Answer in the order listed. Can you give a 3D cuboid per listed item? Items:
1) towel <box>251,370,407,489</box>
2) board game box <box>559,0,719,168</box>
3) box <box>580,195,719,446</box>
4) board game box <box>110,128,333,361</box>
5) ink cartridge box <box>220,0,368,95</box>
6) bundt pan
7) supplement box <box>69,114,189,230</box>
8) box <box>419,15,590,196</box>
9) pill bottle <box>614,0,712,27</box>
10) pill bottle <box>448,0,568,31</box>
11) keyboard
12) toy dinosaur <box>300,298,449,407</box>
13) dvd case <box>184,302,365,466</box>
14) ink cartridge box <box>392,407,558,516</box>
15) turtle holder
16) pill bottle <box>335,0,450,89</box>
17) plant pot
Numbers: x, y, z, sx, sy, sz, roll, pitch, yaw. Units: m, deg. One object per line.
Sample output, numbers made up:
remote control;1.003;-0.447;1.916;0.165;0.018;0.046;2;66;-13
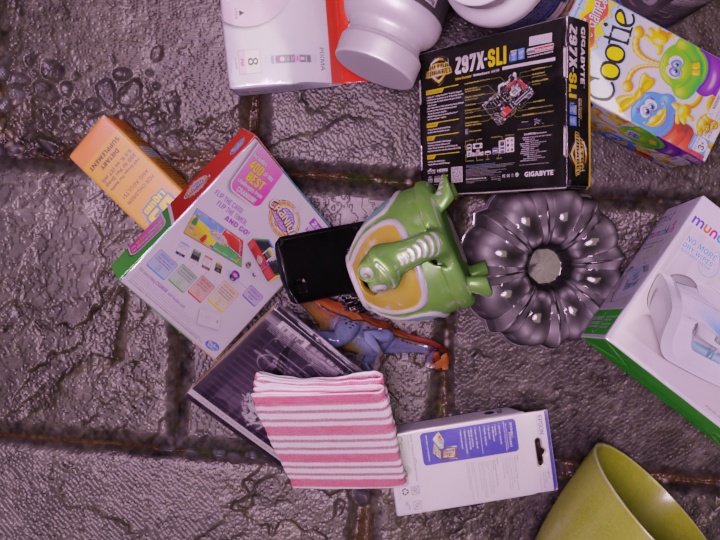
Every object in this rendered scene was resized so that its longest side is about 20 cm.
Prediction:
towel;-0.028;0.179;0.785;0.142;0.030;0.203;-2;134;12
board game box;0.295;-0.207;0.796;0.196;0.105;0.105;27;94;-1
box;0.366;0.059;0.744;0.199;0.097;0.178;38;88;4
board game box;-0.143;-0.025;0.776;0.200;0.040;0.153;-47;128;-7
ink cartridge box;-0.060;-0.296;0.820;0.194;0.057;0.168;-5;94;5
bundt pan;0.212;-0.005;0.824;0.196;0.076;0.208;0;94;1
supplement box;-0.231;-0.083;0.823;0.200;0.069;0.067;44;94;-6
box;0.147;-0.163;0.763;0.049;0.197;0.165;-3;93;-41
pill bottle;0.342;-0.332;0.740;0.110;0.200;0.117;0;93;0
pill bottle;0.144;-0.299;0.713;0.108;0.199;0.114;7;106;24
keyboard;0.000;0.000;0.820;0.195;0.040;0.107;-11;80;-23
toy dinosaur;0.009;0.073;0.820;0.176;0.105;0.206;-10;88;-9
dvd case;-0.090;0.134;0.795;0.148;0.016;0.199;39;127;-14
ink cartridge box;0.130;0.224;0.856;0.194;0.039;0.102;-8;93;2
turtle holder;0.056;-0.005;0.730;0.129;0.187;0.143;-22;116;13
pill bottle;0.048;-0.312;0.778;0.113;0.116;0.205;20;89;-1
plant pot;0.267;0.336;0.808;0.186;0.187;0.201;38;108;-2
